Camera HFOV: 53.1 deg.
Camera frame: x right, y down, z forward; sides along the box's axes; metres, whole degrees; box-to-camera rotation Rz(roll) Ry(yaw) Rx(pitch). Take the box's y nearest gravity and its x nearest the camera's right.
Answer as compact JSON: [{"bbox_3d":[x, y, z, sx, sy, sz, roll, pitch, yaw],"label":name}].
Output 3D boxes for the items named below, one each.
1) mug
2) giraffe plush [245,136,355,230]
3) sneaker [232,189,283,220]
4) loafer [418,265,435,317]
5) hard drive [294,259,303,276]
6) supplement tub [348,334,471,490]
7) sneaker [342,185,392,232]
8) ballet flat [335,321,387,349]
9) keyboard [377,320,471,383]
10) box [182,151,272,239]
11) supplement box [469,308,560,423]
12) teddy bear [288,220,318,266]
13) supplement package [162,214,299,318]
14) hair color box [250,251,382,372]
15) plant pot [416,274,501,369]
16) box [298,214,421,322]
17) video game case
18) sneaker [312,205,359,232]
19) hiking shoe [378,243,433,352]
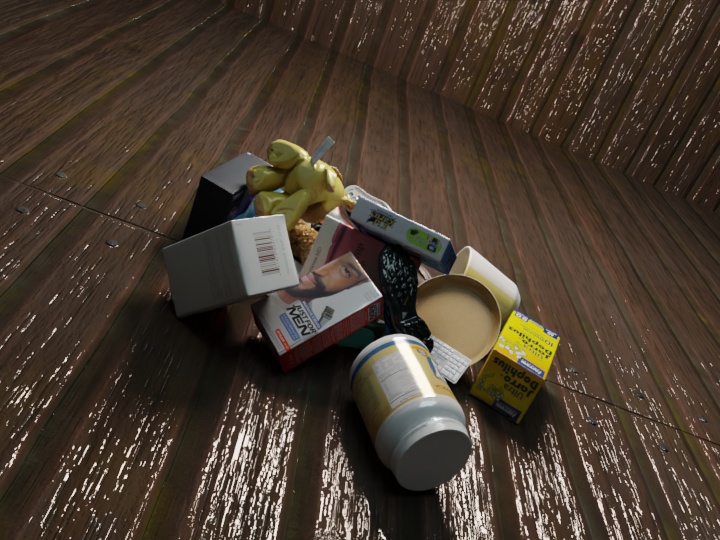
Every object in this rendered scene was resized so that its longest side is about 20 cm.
[{"bbox_3d":[0.250,0.069,1.536,0.151,0.190,0.149,28,-15,-9],"label":"mug"},{"bbox_3d":[-0.098,-0.157,1.385,0.176,0.197,0.162,66,14,21],"label":"giraffe plush"},{"bbox_3d":[-0.208,-0.079,1.404,0.075,0.082,0.202,27,47,4],"label":"sneaker"},{"bbox_3d":[0.119,0.038,1.494,0.071,0.073,0.201,33,14,-46],"label":"loafer"},{"bbox_3d":[-0.156,0.010,1.394,0.198,0.027,0.131,35,29,20],"label":"hard drive"},{"bbox_3d":[0.074,0.213,1.097,0.141,0.147,0.201,8,31,-28],"label":"supplement tub"},{"bbox_3d":[0.041,-0.098,1.631,0.200,0.080,0.147,46,-3,39],"label":"sneaker"},{"bbox_3d":[0.028,0.117,1.313,0.195,0.069,0.071,18,22,-13],"label":"ballet flat"},{"bbox_3d":[0.113,0.139,1.348,0.198,0.011,0.056,31,61,29],"label":"keyboard"},{"bbox_3d":[-0.260,-0.139,1.443,0.077,0.144,0.200,26,28,7],"label":"box"},{"bbox_3d":[0.299,0.178,1.378,0.107,0.111,0.200,29,28,11],"label":"supplement box"},{"bbox_3d":[-0.104,-0.061,1.484,0.141,0.068,0.201,14,20,-21],"label":"teddy bear"},{"bbox_3d":[-0.212,-0.006,1.164,0.116,0.197,0.120,-13,89,-49],"label":"supplement package"},{"bbox_3d":[-0.071,0.066,1.203,0.197,0.065,0.112,-28,59,-17],"label":"hair color box"},{"bbox_3d":[0.172,0.102,1.382,0.194,0.028,0.205,-7,58,11],"label":"plant pot"},{"bbox_3d":[0.000,0.000,1.335,0.196,0.131,0.109,25,0,2],"label":"box"},{"bbox_3d":[0.083,-0.058,1.313,0.178,0.046,0.200,28,-2,13],"label":"video game case"},{"bbox_3d":[-0.080,-0.115,1.625,0.080,0.079,0.200,-12,43,-39],"label":"sneaker"},{"bbox_3d":[0.060,0.059,1.236,0.073,0.086,0.206,-7,79,-29],"label":"hiking shoe"}]
